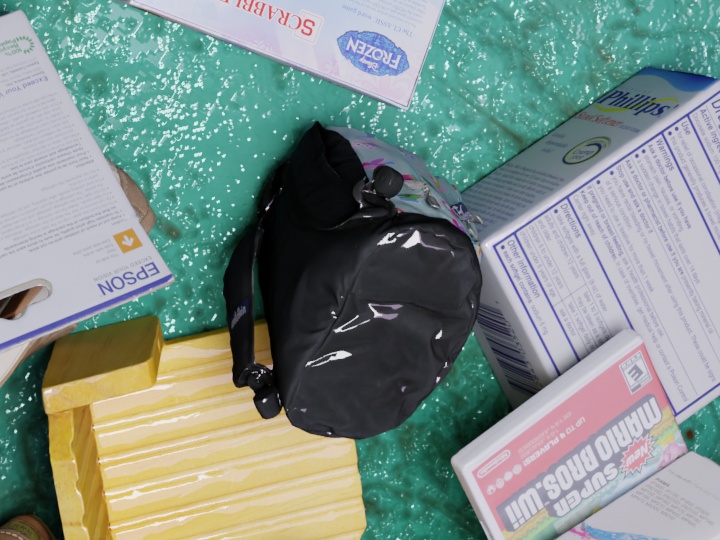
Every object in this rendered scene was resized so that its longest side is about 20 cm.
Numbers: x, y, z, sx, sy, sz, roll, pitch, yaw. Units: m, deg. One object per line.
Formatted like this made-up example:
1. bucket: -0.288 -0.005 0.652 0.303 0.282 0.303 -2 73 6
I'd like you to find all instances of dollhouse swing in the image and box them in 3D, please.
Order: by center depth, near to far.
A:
1. dollhouse swing: -0.087 0.135 1.662 0.175 0.182 0.201 -8 102 -1

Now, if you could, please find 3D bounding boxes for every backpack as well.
1. backpack: 0.000 0.000 1.654 0.126 0.200 0.167 29 108 -22

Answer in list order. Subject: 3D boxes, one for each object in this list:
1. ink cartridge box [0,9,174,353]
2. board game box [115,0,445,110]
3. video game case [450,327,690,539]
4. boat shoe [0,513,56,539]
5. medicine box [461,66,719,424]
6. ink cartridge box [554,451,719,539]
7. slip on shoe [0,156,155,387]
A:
1. ink cartridge box: -0.237 -0.033 1.563 0.199 0.041 0.201 -22 70 -26
2. board game box: -0.029 -0.226 1.686 0.199 0.041 0.201 20 91 -25
3. video game case: 0.149 0.150 1.730 0.143 0.017 0.201 -35 127 -13
4. boat shoe: -0.195 0.244 1.677 0.068 0.072 0.201 -47 141 -51
5. medicine box: 0.173 -0.002 1.775 0.199 0.103 0.183 -34 110 -15
6. ink cartridge box: 0.171 0.228 1.706 0.199 0.086 0.148 -29 125 -23
7. slip on shoe: -0.198 0.024 1.646 0.061 0.076 0.201 40 77 -38
